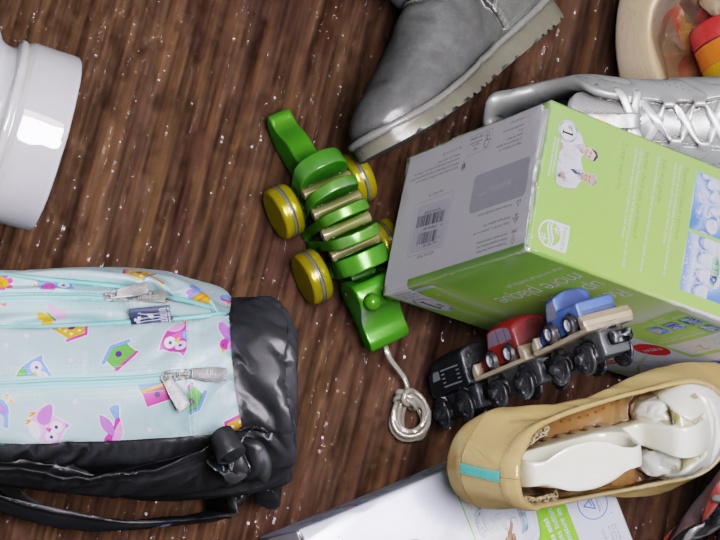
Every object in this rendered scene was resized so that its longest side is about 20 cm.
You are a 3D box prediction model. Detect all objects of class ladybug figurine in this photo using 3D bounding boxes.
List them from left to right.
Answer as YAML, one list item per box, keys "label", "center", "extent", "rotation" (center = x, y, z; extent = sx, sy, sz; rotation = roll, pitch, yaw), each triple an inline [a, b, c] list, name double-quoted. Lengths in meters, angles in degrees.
- label: "ladybug figurine"
  center: [0.221, -0.110, 1.356]
  extent: [0.135, 0.072, 0.201]
  rotation: [-18, 76, 12]

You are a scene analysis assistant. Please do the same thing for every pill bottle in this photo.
- label: "pill bottle"
  center: [-0.252, -0.093, 1.211]
  extent: [0.199, 0.114, 0.114]
  rotation: [16, 77, -13]

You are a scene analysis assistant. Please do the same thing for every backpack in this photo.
- label: "backpack"
  center: [-0.132, 0.062, 1.211]
  extent: [0.199, 0.167, 0.127]
  rotation: [1, 72, -2]

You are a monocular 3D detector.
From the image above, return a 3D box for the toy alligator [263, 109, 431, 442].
- label: "toy alligator"
  center: [0.000, 0.000, 1.299]
  extent: [0.059, 0.054, 0.201]
  rotation: [-24, 88, -17]

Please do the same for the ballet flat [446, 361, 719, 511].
- label: "ballet flat"
  center: [0.140, 0.093, 1.223]
  extent: [0.199, 0.063, 0.069]
  rotation: [-12, 102, -30]

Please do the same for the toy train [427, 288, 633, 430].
- label: "toy train"
  center: [0.087, 0.045, 1.242]
  extent: [0.034, 0.200, 0.046]
  rotation: [-12, 82, -27]

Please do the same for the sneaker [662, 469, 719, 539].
- label: "sneaker"
  center: [0.226, 0.125, 1.288]
  extent: [0.077, 0.082, 0.200]
  rotation: [35, 104, 13]

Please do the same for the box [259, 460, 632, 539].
- label: "box"
  center: [0.067, 0.203, 1.265]
  extent: [0.176, 0.097, 0.201]
  rotation: [-21, 88, -18]

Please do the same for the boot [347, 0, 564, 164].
- label: "boot"
  center: [0.004, -0.180, 1.315]
  extent: [0.200, 0.072, 0.182]
  rotation: [54, 52, -10]

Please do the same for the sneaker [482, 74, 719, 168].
- label: "sneaker"
  center: [0.158, -0.074, 1.282]
  extent: [0.092, 0.199, 0.076]
  rotation: [10, 78, -60]

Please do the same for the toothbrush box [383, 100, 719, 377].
- label: "toothbrush box"
  center: [0.136, -0.008, 1.268]
  extent: [0.199, 0.145, 0.086]
  rotation: [18, 72, -27]
